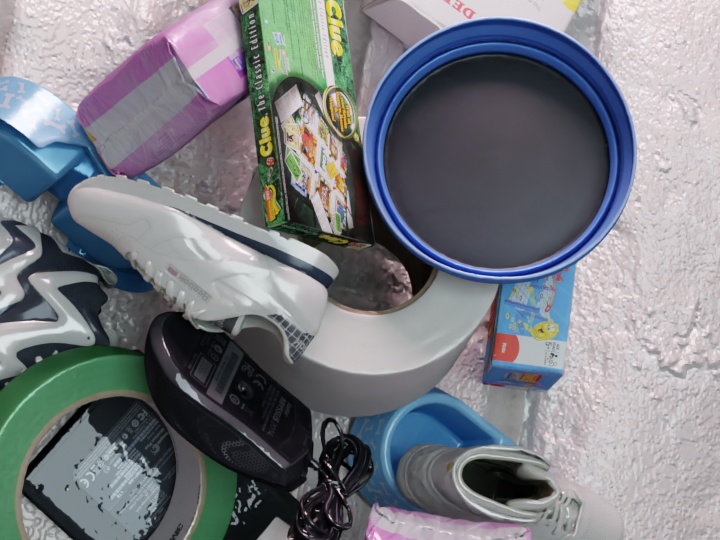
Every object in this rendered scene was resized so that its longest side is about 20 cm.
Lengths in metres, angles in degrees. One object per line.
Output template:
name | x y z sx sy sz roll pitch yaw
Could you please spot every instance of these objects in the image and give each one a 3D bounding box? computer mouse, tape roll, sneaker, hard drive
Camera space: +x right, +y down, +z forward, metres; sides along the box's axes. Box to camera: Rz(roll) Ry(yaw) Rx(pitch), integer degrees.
computer mouse | -0.086 0.114 1.371 0.200 0.053 0.139 44 30 -8
tape roll | 0.000 0.000 1.469 0.202 0.139 0.203 2 72 -5
tape roll | -0.189 0.157 1.403 0.200 0.048 0.201 -4 98 -29
sneaker | -0.241 0.072 1.429 0.129 0.079 0.200 18 69 -11
sneaker | -0.118 -0.005 1.350 0.199 0.076 0.081 21 82 2
sneaker | 0.138 0.185 1.484 0.200 0.116 0.074 19 78 -21
hard drive | -0.148 0.180 1.484 0.200 0.033 0.140 45 72 -13

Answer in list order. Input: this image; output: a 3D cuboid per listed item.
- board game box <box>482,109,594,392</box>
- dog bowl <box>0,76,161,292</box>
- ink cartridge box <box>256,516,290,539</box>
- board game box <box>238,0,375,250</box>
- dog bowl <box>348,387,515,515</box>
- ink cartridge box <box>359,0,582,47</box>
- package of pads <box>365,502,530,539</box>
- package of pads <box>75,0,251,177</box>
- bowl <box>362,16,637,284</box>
board game box | 0.138 -0.009 1.519 0.056 0.200 0.196 7 84 3
dog bowl | -0.218 -0.067 1.438 0.200 0.111 0.050 42 59 -13
ink cartridge box | -0.067 0.259 1.419 0.067 0.200 0.117 34 71 17
board game box | -0.040 -0.118 1.383 0.105 0.023 0.201 13 64 -48
dog bowl | 0.084 0.173 1.559 0.200 0.050 0.112 39 74 -14
ink cartridge box | 0.114 -0.260 1.592 0.145 0.083 0.200 35 75 -15
package of pads | 0.053 0.277 1.415 0.120 0.076 0.201 9 109 6
package of pads | -0.113 -0.153 1.429 0.076 0.120 0.200 54 38 -8
bowl | 0.101 -0.085 1.404 0.200 0.039 0.201 0 76 0
